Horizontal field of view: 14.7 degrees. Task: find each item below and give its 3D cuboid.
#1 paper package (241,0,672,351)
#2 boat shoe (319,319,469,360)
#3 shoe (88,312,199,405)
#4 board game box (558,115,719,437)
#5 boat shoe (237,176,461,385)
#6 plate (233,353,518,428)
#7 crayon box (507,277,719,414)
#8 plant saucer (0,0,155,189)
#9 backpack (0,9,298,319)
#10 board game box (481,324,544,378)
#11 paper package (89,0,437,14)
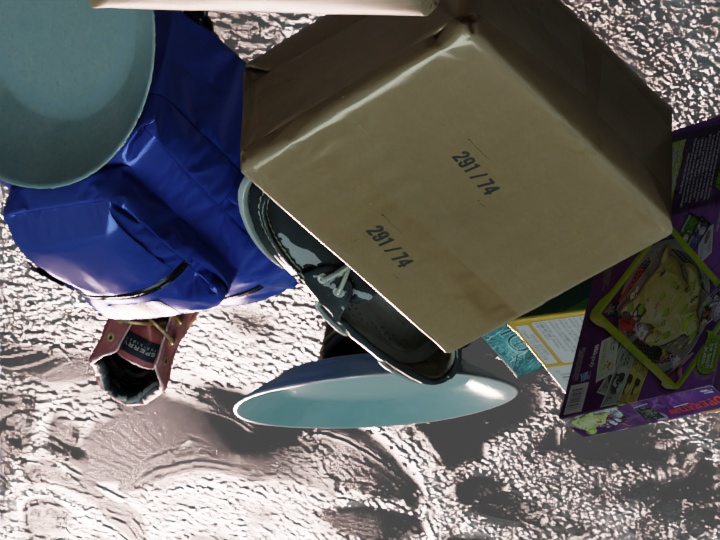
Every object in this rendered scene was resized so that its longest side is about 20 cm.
[{"bbox_3d":[0.057,-0.076,1.633,0.190,0.104,0.200,-29,127,31],"label":"paper package"},{"bbox_3d":[0.051,0.032,1.921,0.201,0.061,0.072,-16,136,44],"label":"boat shoe"},{"bbox_3d":[-0.140,0.023,1.977,0.071,0.091,0.200,21,150,-6],"label":"shoe"},{"bbox_3d":[0.189,-0.001,1.654,0.032,0.200,0.120,34,147,-28],"label":"board game box"},{"bbox_3d":[0.000,0.000,1.745,0.200,0.076,0.060,40,-174,-38],"label":"boat shoe"},{"bbox_3d":[0.010,0.082,1.944,0.200,0.026,0.200,-4,166,-1],"label":"plate"},{"bbox_3d":[0.211,0.036,1.757,0.200,0.052,0.126,-8,141,32],"label":"crayon box"},{"bbox_3d":[-0.191,-0.151,1.681,0.201,0.201,0.039,-8,-175,37],"label":"plant saucer"},{"bbox_3d":[-0.126,-0.049,1.780,0.162,0.168,0.200,-2,152,39],"label":"backpack"},{"bbox_3d":[0.106,-0.018,1.798,0.135,0.028,0.200,-23,130,26],"label":"board game box"},{"bbox_3d":[-0.041,-0.227,1.394,0.200,0.191,0.104,5,148,23],"label":"paper package"}]
